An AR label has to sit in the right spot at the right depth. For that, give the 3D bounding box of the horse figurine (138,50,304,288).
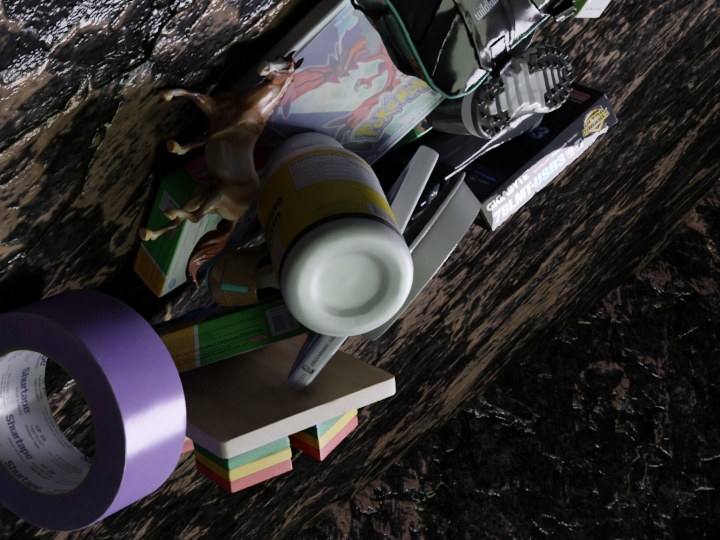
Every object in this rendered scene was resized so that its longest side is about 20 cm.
[{"bbox_3d":[-0.123,-0.090,1.390,0.132,0.050,0.200,-19,127,-45],"label":"horse figurine"}]

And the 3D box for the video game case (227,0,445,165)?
[{"bbox_3d":[0.010,-0.182,1.450,0.200,0.023,0.182,-41,141,17],"label":"video game case"}]

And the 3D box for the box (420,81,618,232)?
[{"bbox_3d":[0.155,-0.148,1.840,0.198,0.200,0.050,-41,125,-13],"label":"box"}]

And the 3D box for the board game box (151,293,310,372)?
[{"bbox_3d":[-0.143,0.061,1.650,0.153,0.040,0.200,-17,-176,-11],"label":"board game box"}]

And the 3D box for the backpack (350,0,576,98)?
[{"bbox_3d":[0.057,-0.262,1.248,0.176,0.153,0.200,-40,129,-5],"label":"backpack"}]

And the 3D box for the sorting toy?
[{"bbox_3d":[-0.098,0.139,1.614,0.199,0.200,0.070,-18,112,-31],"label":"sorting toy"}]

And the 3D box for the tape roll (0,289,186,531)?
[{"bbox_3d":[-0.257,0.122,1.433,0.200,0.200,0.085,-52,165,31],"label":"tape roll"}]

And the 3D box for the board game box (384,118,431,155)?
[{"bbox_3d":[0.062,-0.161,1.691,0.135,0.029,0.200,-34,-174,-23],"label":"board game box"}]

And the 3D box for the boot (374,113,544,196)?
[{"bbox_3d":[0.103,-0.131,1.697,0.200,0.066,0.165,-37,178,-16],"label":"boot"}]

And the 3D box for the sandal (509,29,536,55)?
[{"bbox_3d":[0.155,-0.290,1.504,0.043,0.076,0.200,-91,-173,-63],"label":"sandal"}]

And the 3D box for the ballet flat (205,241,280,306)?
[{"bbox_3d":[-0.064,-0.009,1.602,0.200,0.072,0.068,-22,115,-49],"label":"ballet flat"}]

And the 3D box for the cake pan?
[{"bbox_3d":[0.052,-0.010,1.599,0.200,0.037,0.200,-52,-177,4],"label":"cake pan"}]

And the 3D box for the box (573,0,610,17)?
[{"bbox_3d":[0.225,-0.353,1.496,0.036,0.144,0.200,-4,144,-37],"label":"box"}]

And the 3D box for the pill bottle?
[{"bbox_3d":[-0.028,-0.039,1.399,0.112,0.112,0.200,-47,-151,16],"label":"pill bottle"}]

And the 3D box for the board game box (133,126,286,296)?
[{"bbox_3d":[-0.116,-0.073,1.552,0.200,0.040,0.153,-34,163,-35],"label":"board game box"}]

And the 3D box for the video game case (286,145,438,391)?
[{"bbox_3d":[0.000,0.000,1.532,0.200,0.023,0.182,-65,-174,-30],"label":"video game case"}]

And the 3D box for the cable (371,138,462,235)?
[{"bbox_3d":[0.013,-0.083,1.784,0.200,0.051,0.163,-17,-147,31],"label":"cable"}]

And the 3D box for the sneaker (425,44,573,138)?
[{"bbox_3d":[0.131,-0.175,1.575,0.090,0.067,0.200,2,-159,37],"label":"sneaker"}]
